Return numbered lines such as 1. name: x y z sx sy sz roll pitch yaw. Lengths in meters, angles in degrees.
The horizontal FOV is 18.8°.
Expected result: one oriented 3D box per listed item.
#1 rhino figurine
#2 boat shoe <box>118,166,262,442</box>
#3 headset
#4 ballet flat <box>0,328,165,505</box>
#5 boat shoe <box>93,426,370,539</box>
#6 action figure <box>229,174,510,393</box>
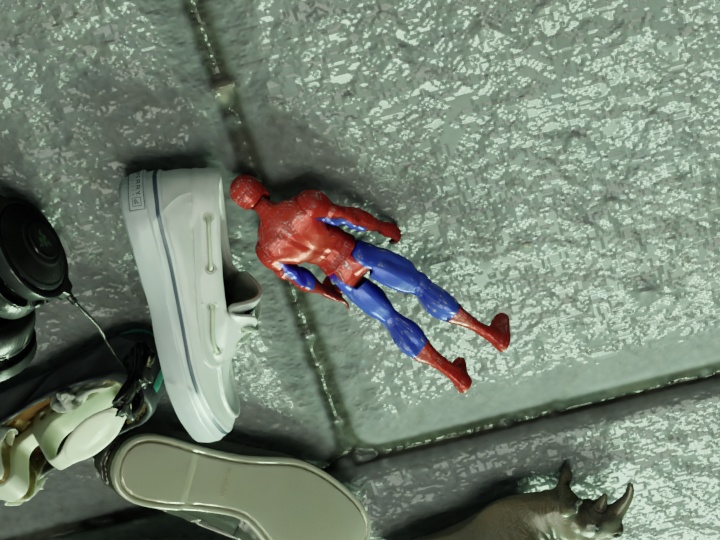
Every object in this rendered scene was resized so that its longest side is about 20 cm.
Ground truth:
1. rhino figurine: 0.102 0.196 1.502 0.200 0.060 0.088 -29 118 14
2. boat shoe: -0.091 0.025 1.314 0.066 0.074 0.200 -10 131 5
3. headset: -0.216 0.024 1.284 0.199 0.094 0.124 23 126 -11
4. ballet flat: -0.205 0.105 1.375 0.200 0.073 0.073 -29 129 18
5. boat shoe: -0.085 0.143 1.443 0.199 0.057 0.067 21 90 -28
6. action figure: 0.000 0.000 1.323 0.200 0.052 0.065 34 114 -26
